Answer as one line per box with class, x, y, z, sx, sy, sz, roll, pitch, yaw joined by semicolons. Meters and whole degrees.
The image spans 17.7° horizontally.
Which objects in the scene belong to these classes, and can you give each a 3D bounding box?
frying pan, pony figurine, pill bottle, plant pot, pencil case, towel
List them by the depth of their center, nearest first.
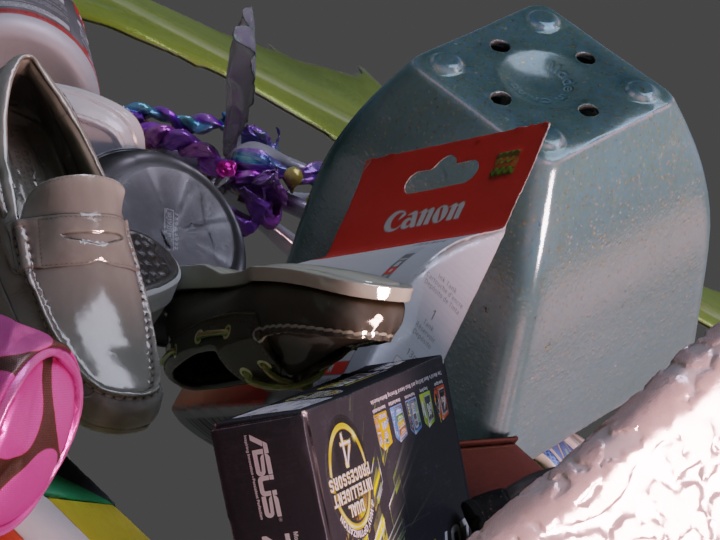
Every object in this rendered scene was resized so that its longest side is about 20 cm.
pencil case;-0.214;0.038;0.906;0.199;0.094;0.091;21;-10;16
towel;0.140;0.152;1.026;0.191;0.200;0.032;57;-18;-19
frying pan;-0.135;-0.036;1.214;0.190;0.031;0.115;36;50;-19
plant pot;0.092;-0.037;1.380;0.195;0.201;0.196;-26;53;-36
pill bottle;-0.227;-0.130;1.460;0.116;0.116;0.200;27;15;-20
pony figurine;-0.077;-0.064;1.558;0.199;0.167;0.193;26;-18;-12

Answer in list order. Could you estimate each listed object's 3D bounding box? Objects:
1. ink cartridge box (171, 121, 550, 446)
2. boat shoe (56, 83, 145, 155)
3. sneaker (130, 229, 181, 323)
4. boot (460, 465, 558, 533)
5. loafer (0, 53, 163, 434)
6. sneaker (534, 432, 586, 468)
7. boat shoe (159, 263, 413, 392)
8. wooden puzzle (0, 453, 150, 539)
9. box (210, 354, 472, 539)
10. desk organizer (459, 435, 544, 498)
ink cartridge box;0.000;0.000;1.219;0.050;0.201;0.162;38;-27;-29
boat shoe;-0.219;-0.064;1.256;0.199;0.071;0.069;3;17;6
sneaker;-0.168;0.042;1.101;0.073;0.085;0.200;44;33;23
boot;0.139;0.154;1.104;0.070;0.131;0.200;61;-4;48
loafer;-0.137;-0.014;1.053;0.070;0.070;0.200;-1;48;-39
sneaker;0.068;0.095;1.416;0.200;0.076;0.077;32;14;17
boat shoe;-0.039;0.030;1.114;0.072;0.061;0.201;12;-7;-29
wooden puzzle;-0.138;0.115;0.965;0.185;0.037;0.200;16;21;-50
box;0.004;0.129;1.016;0.049;0.162;0.200;-9;1;19
desk organizer;0.051;0.142;1.227;0.077;0.072;0.200;41;16;22
